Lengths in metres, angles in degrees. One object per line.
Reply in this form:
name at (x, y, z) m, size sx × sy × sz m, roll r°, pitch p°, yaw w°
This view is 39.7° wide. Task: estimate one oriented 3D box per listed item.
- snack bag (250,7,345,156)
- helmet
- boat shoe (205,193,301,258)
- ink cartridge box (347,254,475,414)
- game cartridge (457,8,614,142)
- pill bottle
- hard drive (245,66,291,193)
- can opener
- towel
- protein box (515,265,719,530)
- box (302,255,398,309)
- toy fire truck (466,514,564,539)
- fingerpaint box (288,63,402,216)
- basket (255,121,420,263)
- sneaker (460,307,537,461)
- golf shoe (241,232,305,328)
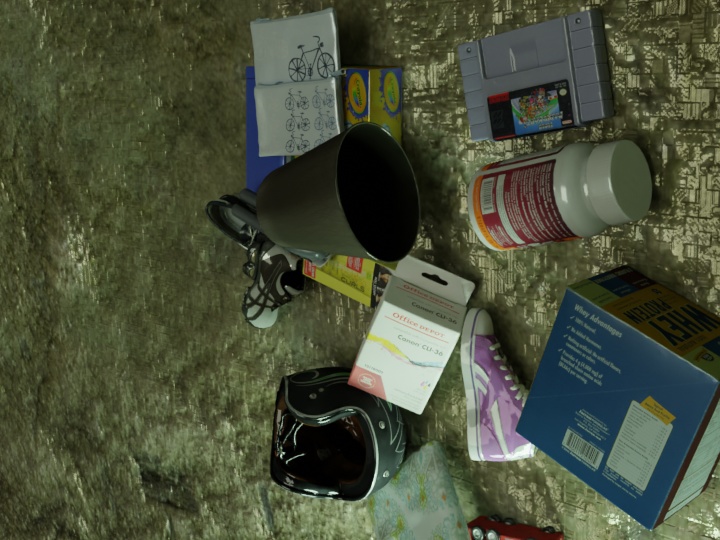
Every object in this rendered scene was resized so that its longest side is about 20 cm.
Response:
snack bag at (-0.091, -0.264, 1.411) m, size 0.187 × 0.021 × 0.203 m, roll 6°, pitch 102°, yaw 45°
helmet at (-0.029, 0.237, 1.459) m, size 0.200 × 0.188 × 0.203 m, roll -172°, pitch 90°, yaw -80°
boat shoe at (-0.174, -0.063, 1.616) m, size 0.199 × 0.060 × 0.077 m, roll 27°, pitch 118°, yaw 38°
ink cartridge box at (0.069, 0.088, 1.368) m, size 0.115 × 0.068 × 0.201 m, roll 22°, pitch 124°, yaw 0°
game cartridge at (0.209, -0.231, 1.216) m, size 0.199 × 0.038 × 0.131 m, roll -4°, pitch 93°, yaw 45°
pill bottle at (0.232, -0.089, 1.174) m, size 0.199 × 0.109 × 0.111 m, roll -8°, pitch 95°, yaw 45°
hard drive at (-0.140, -0.212, 1.541) m, size 0.131 × 0.025 × 0.203 m, roll 16°, pitch 108°, yaw 57°
can opener at (-0.120, -0.068, 1.484) m, size 0.199 × 0.067 × 0.054 m, roll 30°, pitch 92°, yaw 29°
towel at (0.082, 0.365, 1.442) m, size 0.200 × 0.048 × 0.173 m, roll -50°, pitch 50°, yaw 46°
protein box at (0.314, 0.137, 1.132) m, size 0.198 × 0.134 × 0.202 m, roll 34°, pitch 122°, yaw 34°
box at (0.000, 0.000, 1.467) m, size 0.199 × 0.050 × 0.076 m, roll 26°, pitch 119°, yaw 38°
toy fire truck at (0.196, 0.417, 1.381) m, size 0.199 × 0.048 × 0.143 m, roll 0°, pitch 101°, yaw 44°
fingerpaint box at (-0.023, -0.191, 1.425) m, size 0.166 × 0.073 × 0.203 m, roll 14°, pitch 110°, yaw 42°
basket at (-0.039, -0.094, 1.327) m, size 0.199 × 0.135 × 0.182 m, roll -3°, pitch 111°, yaw 49°
sneaker at (0.196, 0.147, 1.313) m, size 0.113 × 0.072 × 0.203 m, roll -6°, pitch 91°, yaw 26°
golf shoe at (-0.134, 0.035, 1.577) m, size 0.094 × 0.078 × 0.201 m, roll 23°, pitch 143°, yaw 15°
